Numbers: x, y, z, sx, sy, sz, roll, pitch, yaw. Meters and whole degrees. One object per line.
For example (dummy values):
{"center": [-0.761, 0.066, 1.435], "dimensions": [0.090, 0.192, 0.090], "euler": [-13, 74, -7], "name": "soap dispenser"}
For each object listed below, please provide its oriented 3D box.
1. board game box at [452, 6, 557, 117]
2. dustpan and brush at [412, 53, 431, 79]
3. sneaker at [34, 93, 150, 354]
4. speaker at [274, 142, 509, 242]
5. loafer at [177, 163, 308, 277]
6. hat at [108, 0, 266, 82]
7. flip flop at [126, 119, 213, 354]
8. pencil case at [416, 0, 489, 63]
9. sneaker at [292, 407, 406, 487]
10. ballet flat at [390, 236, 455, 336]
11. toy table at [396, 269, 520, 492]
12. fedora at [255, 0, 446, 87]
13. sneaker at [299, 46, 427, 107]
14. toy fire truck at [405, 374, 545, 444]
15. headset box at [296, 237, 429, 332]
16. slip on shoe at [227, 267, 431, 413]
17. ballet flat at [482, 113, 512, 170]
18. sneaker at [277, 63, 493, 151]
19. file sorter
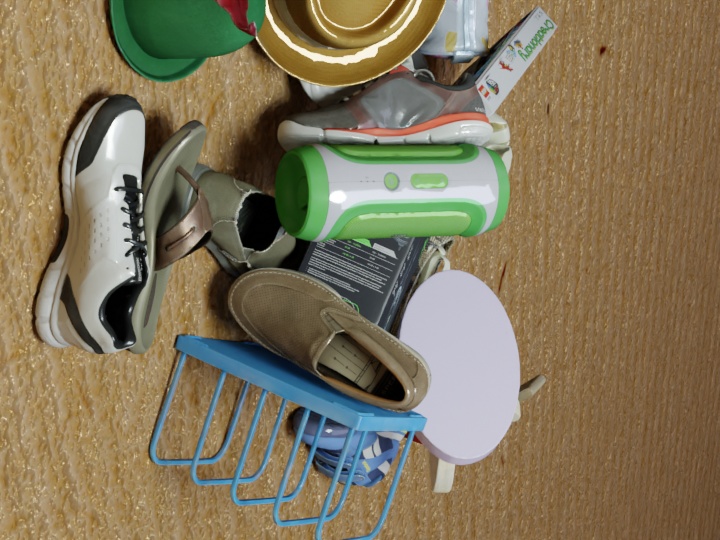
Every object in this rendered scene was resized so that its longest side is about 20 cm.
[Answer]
{"center": [0.118, -0.182, 1.451], "dimensions": [0.126, 0.035, 0.200], "euler": [-39, -171, 41], "name": "board game box"}
{"center": [0.056, -0.134, 1.505], "dimensions": [0.141, 0.057, 0.201], "euler": [-62, 151, -21], "name": "dustpan and brush"}
{"center": [-0.187, -0.032, 1.092], "dimensions": [0.073, 0.079, 0.203], "euler": [-3, 106, -59], "name": "sneaker"}
{"center": [0.029, -0.069, 1.245], "dimensions": [0.197, 0.088, 0.090], "euler": [-3, 111, -28], "name": "speaker"}
{"center": [-0.093, -0.032, 1.274], "dimensions": [0.200, 0.069, 0.076], "euler": [32, 77, -62], "name": "loafer"}
{"center": [-0.079, -0.203, 1.086], "dimensions": [0.201, 0.174, 0.167], "euler": [-55, 148, -30], "name": "hat"}
{"center": [-0.150, -0.024, 1.159], "dimensions": [0.081, 0.057, 0.203], "euler": [-35, 141, -73], "name": "flip flop"}
{"center": [0.097, -0.311, 1.429], "dimensions": [0.082, 0.090, 0.203], "euler": [-4, 105, -34], "name": "pencil case"}
{"center": [-0.014, 0.194, 1.548], "dimensions": [0.199, 0.073, 0.083], "euler": [23, 91, -60], "name": "sneaker"}
{"center": [0.056, 0.044, 1.589], "dimensions": [0.203, 0.074, 0.068], "euler": [-70, 157, -6], "name": "ballet flat"}
{"center": [0.090, 0.117, 1.472], "dimensions": [0.118, 0.181, 0.202], "euler": [112, -9, -60], "name": "toy table"}
{"center": [-0.001, -0.248, 1.214], "dimensions": [0.198, 0.082, 0.204], "euler": [-6, 108, -19], "name": "fedora"}
{"center": [0.025, -0.183, 1.359], "dimensions": [0.199, 0.080, 0.071], "euler": [4, 57, -56], "name": "sneaker"}
{"center": [0.132, 0.119, 1.638], "dimensions": [0.177, 0.198, 0.130], "euler": [-52, 146, -34], "name": "toy fire truck"}
{"center": [0.000, 0.000, 1.386], "dimensions": [0.174, 0.092, 0.202], "euler": [88, 25, -75], "name": "headset box"}
{"center": [-0.032, 0.062, 1.245], "dimensions": [0.077, 0.199, 0.061], "euler": [-59, 171, 15], "name": "slip on shoe"}
{"center": [0.133, -0.133, 1.558], "dimensions": [0.202, 0.073, 0.075], "euler": [-84, 168, -47], "name": "ballet flat"}
{"center": [0.019, -0.144, 1.297], "dimensions": [0.077, 0.197, 0.083], "euler": [130, -46, -69], "name": "sneaker"}
{"center": [-0.068, 0.152, 1.289], "dimensions": [0.138, 0.198, 0.124], "euler": [11, 98, -62], "name": "file sorter"}
